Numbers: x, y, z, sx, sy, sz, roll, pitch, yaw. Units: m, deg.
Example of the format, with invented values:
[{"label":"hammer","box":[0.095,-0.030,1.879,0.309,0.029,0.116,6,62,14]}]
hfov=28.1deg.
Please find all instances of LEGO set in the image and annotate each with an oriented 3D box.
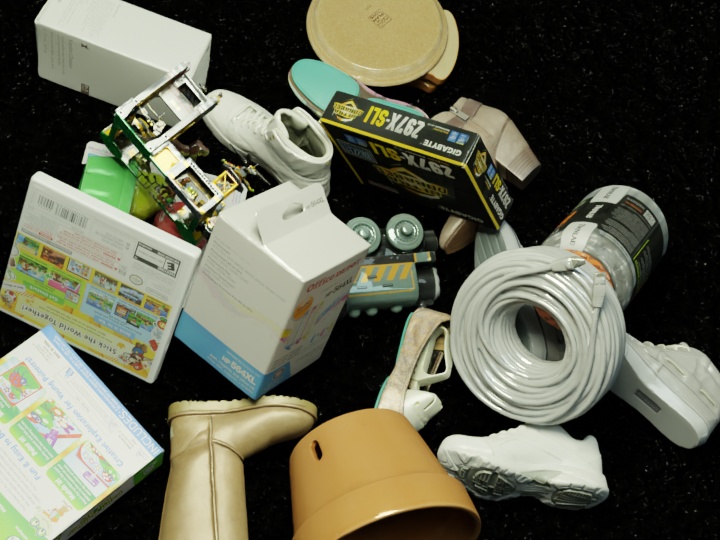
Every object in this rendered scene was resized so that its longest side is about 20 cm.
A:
[{"label":"LEGO set","box":[-0.188,-0.136,1.598,0.116,0.154,0.200,-40,82,-20]}]

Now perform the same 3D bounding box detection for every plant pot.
[{"label":"plant pot","box":[0.009,0.239,1.501,0.199,0.201,0.140,-12,55,-17]}]

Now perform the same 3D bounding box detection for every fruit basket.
[{"label":"fruit basket","box":[-0.241,-0.046,1.676,0.199,0.094,0.186,18,59,-19]}]

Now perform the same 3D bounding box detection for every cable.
[{"label":"cable","box":[0.196,0.070,1.601,0.199,0.201,0.069,3,18,31]}]

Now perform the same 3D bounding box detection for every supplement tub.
[{"label":"supplement tub","box":[0.278,-0.013,1.689,0.122,0.123,0.200,36,35,9]}]

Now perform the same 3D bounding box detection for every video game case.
[{"label":"video game case","box":[-0.289,0.010,1.575,0.199,0.183,0.023,25,31,3]}]

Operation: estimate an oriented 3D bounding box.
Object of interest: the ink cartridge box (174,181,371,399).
[{"label":"ink cartridge box","box":[-0.093,0.011,1.557,0.125,0.201,0.128,38,38,17]}]

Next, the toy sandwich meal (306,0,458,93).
[{"label":"toy sandwich meal","box":[0.028,-0.306,1.872,0.204,0.070,0.206,2,62,-5]}]

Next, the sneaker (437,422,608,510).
[{"label":"sneaker","box":[0.181,0.207,1.624,0.199,0.078,0.100,14,52,-13]}]

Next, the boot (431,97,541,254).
[{"label":"boot","box":[0.123,-0.126,1.796,0.146,0.070,0.200,40,64,20]}]

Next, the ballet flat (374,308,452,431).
[{"label":"ballet flat","box":[0.064,0.128,1.631,0.067,0.068,0.201,4,59,26]}]

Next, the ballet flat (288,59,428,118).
[{"label":"ballet flat","box":[-0.001,-0.197,1.796,0.199,0.071,0.069,25,71,14]}]

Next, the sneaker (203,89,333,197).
[{"label":"sneaker","box":[-0.109,-0.177,1.743,0.200,0.116,0.074,38,63,12]}]

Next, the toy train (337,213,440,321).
[{"label":"toy train","box":[0.000,0.000,1.693,0.199,0.085,0.115,-5,76,-17]}]

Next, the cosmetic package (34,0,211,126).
[{"label":"cosmetic package","box":[-0.289,-0.262,1.757,0.199,0.113,0.081,21,59,3]}]

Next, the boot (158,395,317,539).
[{"label":"boot","box":[-0.130,0.241,1.545,0.174,0.066,0.201,-4,61,1]}]

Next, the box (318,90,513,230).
[{"label":"box","box":[0.067,-0.129,1.686,0.199,0.160,0.050,21,72,28]}]

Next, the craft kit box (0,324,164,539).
[{"label":"craft kit box","box":[-0.348,0.189,1.538,0.197,0.049,0.200,-36,74,-28]}]

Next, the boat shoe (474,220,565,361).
[{"label":"boat shoe","box":[0.192,0.030,1.727,0.066,0.074,0.201,2,65,-33]}]

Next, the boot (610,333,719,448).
[{"label":"boot","box":[0.350,0.114,1.710,0.200,0.074,0.096,45,57,5]}]
